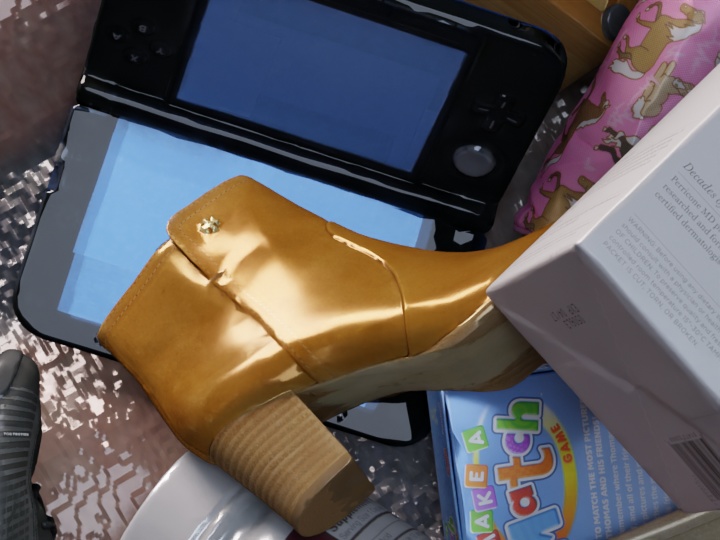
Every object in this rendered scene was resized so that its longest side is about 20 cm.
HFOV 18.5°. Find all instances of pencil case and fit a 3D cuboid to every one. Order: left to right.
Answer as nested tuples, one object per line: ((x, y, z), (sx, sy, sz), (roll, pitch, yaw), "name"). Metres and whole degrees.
((0.143, -0.078, 0.957), (0.086, 0.083, 0.201), (30, 92, -17), "pencil case")

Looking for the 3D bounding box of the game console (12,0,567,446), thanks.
((-0.032, -0.037, 0.955), (0.199, 0.171, 0.119), (17, 52, -7), "game console")

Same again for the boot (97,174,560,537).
((0.000, 0.001, 0.906), (0.201, 0.071, 0.144), (-39, 60, -11), "boot")

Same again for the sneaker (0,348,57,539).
((-0.145, 0.136, 0.932), (0.090, 0.066, 0.201), (11, 83, -10), "sneaker")

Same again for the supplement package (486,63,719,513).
((0.167, -0.023, 0.815), (0.200, 0.121, 0.120), (-43, 92, -14), "supplement package")

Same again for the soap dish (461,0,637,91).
((0.079, -0.199, 0.982), (0.157, 0.081, 0.201), (31, 76, -37), "soap dish")

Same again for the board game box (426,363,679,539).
((0.136, 0.110, 0.985), (0.199, 0.037, 0.152), (-7, 92, -12), "board game box")

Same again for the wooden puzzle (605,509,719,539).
((0.190, 0.180, 0.961), (0.199, 0.037, 0.186), (-23, 102, -8), "wooden puzzle")

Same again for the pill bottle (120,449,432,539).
((-0.001, 0.158, 0.906), (0.199, 0.114, 0.114), (31, 77, 15), "pill bottle")
